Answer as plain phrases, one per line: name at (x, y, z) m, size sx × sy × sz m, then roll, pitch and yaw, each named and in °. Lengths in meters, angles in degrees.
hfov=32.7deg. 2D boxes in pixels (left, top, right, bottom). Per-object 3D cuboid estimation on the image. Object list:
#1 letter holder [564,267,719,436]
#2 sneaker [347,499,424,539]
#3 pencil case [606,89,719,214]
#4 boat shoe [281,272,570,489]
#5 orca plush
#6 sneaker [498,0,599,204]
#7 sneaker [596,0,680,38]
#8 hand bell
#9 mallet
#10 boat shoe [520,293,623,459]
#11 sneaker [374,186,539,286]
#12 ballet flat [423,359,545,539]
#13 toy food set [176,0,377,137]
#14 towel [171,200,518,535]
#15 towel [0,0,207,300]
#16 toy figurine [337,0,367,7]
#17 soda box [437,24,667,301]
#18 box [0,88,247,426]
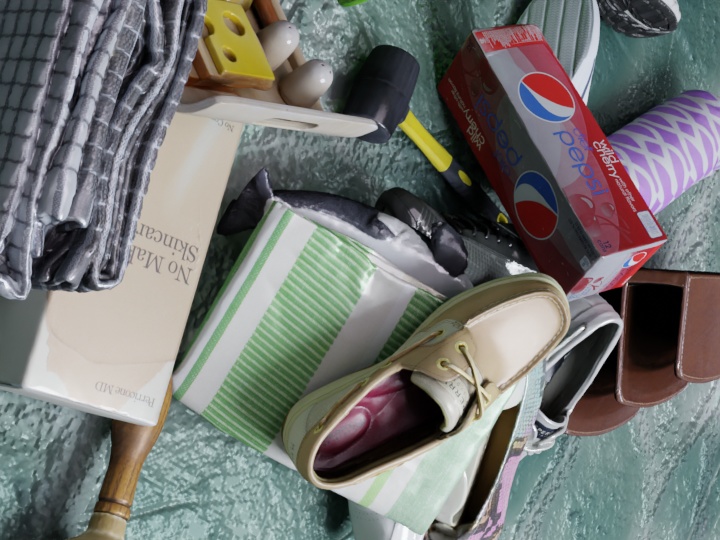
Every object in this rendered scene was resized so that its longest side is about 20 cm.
letter holder at (0.244, 0.069, 1.010) m, size 0.200 × 0.100 × 0.142 m, roll 2°, pitch 92°, yaw -60°
sneaker at (-0.006, 0.111, 0.843) m, size 0.099 × 0.075 × 0.200 m, roll -1°, pitch 84°, yaw -36°
pencil case at (0.250, -0.089, 1.060) m, size 0.200 × 0.084 × 0.086 m, roll -30°, pitch 146°, yaw -36°
boat shoe at (0.047, 0.073, 0.746) m, size 0.200 × 0.066 × 0.074 m, roll -34°, pitch 107°, yaw 0°
orca plush at (0.000, 0.000, 0.816) m, size 0.200 × 0.071 × 0.105 m, roll 18°, pitch 101°, yaw -12°
sneaker at (0.150, -0.132, 0.983) m, size 0.071 × 0.073 × 0.200 m, roll 36°, pitch 67°, yaw -63°
sneaker at (0.206, -0.276, 1.024) m, size 0.200 × 0.074 × 0.079 m, roll 35°, pitch 59°, yaw -44°
hand bell at (-0.143, 0.132, 0.714) m, size 0.104 × 0.104 × 0.200 m, roll 32°, pitch 58°, yaw -39°
mallet at (0.054, -0.076, 0.910) m, size 0.200 × 0.041 × 0.066 m, roll 50°, pitch 58°, yaw -36°
boat shoe at (0.124, 0.102, 0.909) m, size 0.072 × 0.066 × 0.200 m, roll 28°, pitch 102°, yaw -40°
sneaker at (0.086, -0.012, 0.903) m, size 0.091 × 0.066 × 0.200 m, roll -46°, pitch 128°, yaw -1°
ballet flat at (0.083, 0.109, 0.855) m, size 0.071 × 0.069 × 0.200 m, roll -6°, pitch 110°, yaw -65°
toy food set at (-0.074, -0.168, 0.706) m, size 0.143 × 0.060 × 0.200 m, roll -1°, pitch 62°, yaw -54°
towel at (-0.005, 0.063, 0.781) m, size 0.200 × 0.023 × 0.153 m, roll 29°, pitch 97°, yaw -16°
towel at (-0.166, -0.081, 0.617) m, size 0.086 × 0.165 × 0.200 m, roll 22°, pitch 77°, yaw -47°
toy figurine at (0.008, -0.303, 0.810) m, size 0.184 × 0.150 × 0.200 m, roll 55°, pitch 35°, yaw -18°
soda box at (0.134, -0.080, 0.885) m, size 0.063 × 0.070 × 0.200 m, roll -14°, pitch 66°, yaw -28°
box at (-0.143, -0.021, 0.696) m, size 0.095 × 0.078 × 0.200 m, roll 23°, pitch 76°, yaw -41°
